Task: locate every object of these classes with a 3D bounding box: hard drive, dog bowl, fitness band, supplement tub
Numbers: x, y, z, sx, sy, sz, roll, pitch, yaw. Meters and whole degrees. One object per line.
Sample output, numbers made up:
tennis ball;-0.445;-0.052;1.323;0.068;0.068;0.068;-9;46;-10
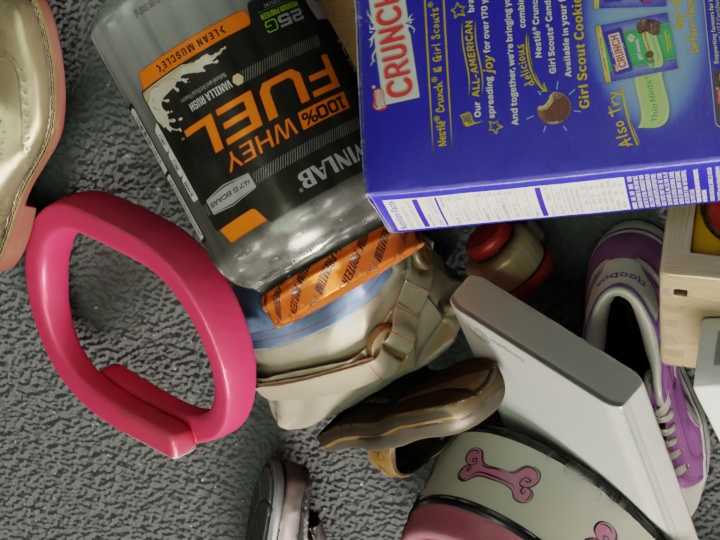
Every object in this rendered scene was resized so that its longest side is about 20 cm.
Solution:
hard drive;0.128;0.096;1.407;0.132;0.027;0.200;32;160;36
dog bowl;0.108;0.188;1.463;0.199;0.074;0.201;34;156;17
fitness band;-0.135;0.030;1.470;0.199;0.037;0.145;24;125;44
supplement tub;-0.053;-0.078;1.337;0.122;0.122;0.201;-31;87;24

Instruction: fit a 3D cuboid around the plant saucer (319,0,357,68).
plant saucer;-0.007;-0.162;1.402;0.198;0.035;0.202;5;115;11

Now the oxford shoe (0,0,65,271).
oxford shoe;-0.229;-0.081;1.460;0.070;0.074;0.201;36;125;37

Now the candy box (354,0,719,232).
candy box;0.100;-0.115;1.264;0.198;0.077;0.170;-5;71;8

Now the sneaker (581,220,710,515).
sneaker;0.161;0.084;1.440;0.072;0.114;0.202;-7;115;14

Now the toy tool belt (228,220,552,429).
toy tool belt;0.000;0.000;1.433;0.199;0.125;0.123;-30;114;23

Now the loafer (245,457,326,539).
loafer;-0.046;0.204;1.581;0.062;0.072;0.201;4;124;-11

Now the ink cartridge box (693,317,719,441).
ink cartridge box;0.281;0.092;1.318;0.159;0.048;0.200;-2;147;23

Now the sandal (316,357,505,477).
sandal;0.035;0.091;1.438;0.055;0.082;0.200;57;155;-9

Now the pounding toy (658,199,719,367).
pounding toy;0.236;-0.063;1.318;0.183;0.201;0.142;6;151;10
